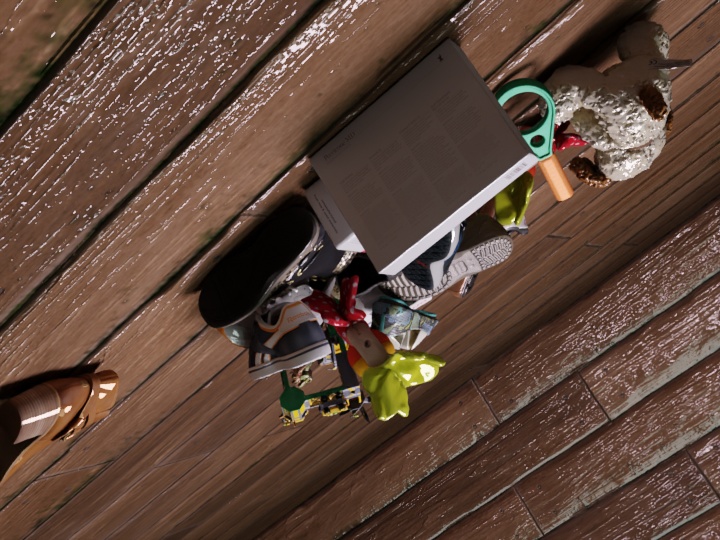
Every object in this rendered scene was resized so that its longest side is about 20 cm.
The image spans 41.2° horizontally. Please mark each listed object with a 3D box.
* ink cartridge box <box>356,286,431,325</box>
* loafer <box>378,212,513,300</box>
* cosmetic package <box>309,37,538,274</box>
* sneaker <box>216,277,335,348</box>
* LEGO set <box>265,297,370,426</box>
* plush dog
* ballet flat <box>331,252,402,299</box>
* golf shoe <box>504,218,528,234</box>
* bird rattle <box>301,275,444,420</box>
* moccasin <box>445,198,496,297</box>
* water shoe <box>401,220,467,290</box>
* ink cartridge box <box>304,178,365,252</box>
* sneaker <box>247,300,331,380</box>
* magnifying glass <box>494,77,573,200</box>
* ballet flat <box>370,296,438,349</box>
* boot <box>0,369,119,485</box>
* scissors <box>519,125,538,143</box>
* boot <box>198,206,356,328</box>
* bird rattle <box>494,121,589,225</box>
[{"bbox_3d":[0.041,0.016,1.471,0.144,0.086,0.200,-29,166,-11],"label":"ink cartridge box"},{"bbox_3d":[0.114,-0.020,1.338,0.197,0.068,0.077,-18,135,7],"label":"loafer"},{"bbox_3d":[0.063,-0.116,1.002,0.199,0.152,0.052,-38,165,18],"label":"cosmetic package"},{"bbox_3d":[-0.113,0.037,1.285,0.199,0.076,0.093,-15,140,-49],"label":"sneaker"},{"bbox_3d":[-0.066,0.144,1.402,0.152,0.202,0.117,-20,149,-9],"label":"LEGO set"},{"bbox_3d":[0.349,-0.194,1.243,0.198,0.161,0.173,-32,140,-6],"label":"plush dog"},{"bbox_3d":[0.000,0.000,1.286,0.057,0.067,0.200,-40,-176,-31],"label":"ballet flat"},{"bbox_3d":[0.182,-0.042,1.562,0.199,0.093,0.072,-40,164,28],"label":"golf shoe"},{"bbox_3d":[0.005,0.106,1.262,0.113,0.199,0.163,-46,166,-12],"label":"bird rattle"},{"bbox_3d":[0.172,-0.061,1.482,0.073,0.077,0.204,-27,144,-62],"label":"moccasin"},{"bbox_3d":[0.087,-0.049,1.128,0.079,0.071,0.201,-56,172,-21],"label":"water shoe"},{"bbox_3d":[0.054,-0.111,1.117,0.199,0.086,0.147,-39,163,17],"label":"ink cartridge box"},{"bbox_3d":[-0.097,0.085,1.200,0.078,0.081,0.199,-21,177,-28],"label":"sneaker"},{"bbox_3d":[0.228,-0.163,1.224,0.079,0.023,0.201,-24,130,16],"label":"magnifying glass"},{"bbox_3d":[0.061,0.083,1.413,0.074,0.075,0.199,-37,159,15],"label":"ballet flat"},{"bbox_3d":[-0.397,0.195,1.192,0.154,0.077,0.201,-18,151,-53],"label":"boot"},{"bbox_3d":[0.165,-0.107,1.272,0.202,0.072,0.014,-63,-176,13],"label":"scissors"},{"bbox_3d":[-0.094,-0.003,1.182,0.200,0.074,0.150,-44,162,23],"label":"boot"},{"bbox_3d":[0.227,-0.159,1.356,0.200,0.113,0.163,-46,-174,-20],"label":"bird rattle"}]
